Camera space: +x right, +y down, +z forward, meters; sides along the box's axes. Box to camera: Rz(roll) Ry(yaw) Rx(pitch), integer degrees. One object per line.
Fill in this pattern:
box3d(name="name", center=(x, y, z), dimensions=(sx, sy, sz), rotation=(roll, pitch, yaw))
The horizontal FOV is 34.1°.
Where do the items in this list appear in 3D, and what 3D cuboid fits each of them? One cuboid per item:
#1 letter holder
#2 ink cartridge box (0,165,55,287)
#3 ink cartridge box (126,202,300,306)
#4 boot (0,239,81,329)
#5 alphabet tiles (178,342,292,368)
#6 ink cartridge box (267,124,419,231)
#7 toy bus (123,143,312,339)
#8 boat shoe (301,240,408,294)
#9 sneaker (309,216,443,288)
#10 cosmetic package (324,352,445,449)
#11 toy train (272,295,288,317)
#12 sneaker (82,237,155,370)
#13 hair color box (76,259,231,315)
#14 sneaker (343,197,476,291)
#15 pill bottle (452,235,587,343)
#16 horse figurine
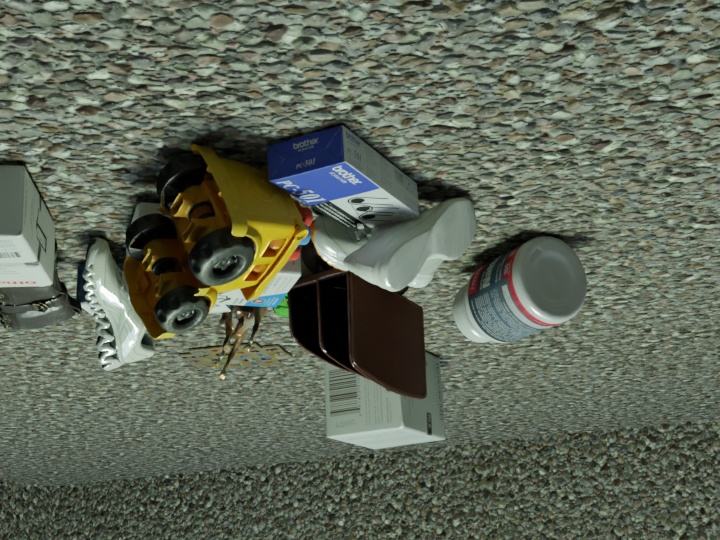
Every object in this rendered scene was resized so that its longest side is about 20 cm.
box3d(name="letter holder", center=(0.000, 0.098, 1.551), dimensions=(0.099, 0.145, 0.199), rotation=(-16, 154, 27))
box3d(name="ink cartridge box", center=(-0.438, -0.047, 1.344), dimensions=(0.143, 0.086, 0.200), rotation=(0, 164, -6))
box3d(name="ink cartridge box", center=(-0.186, -0.016, 1.455), dimensions=(0.196, 0.086, 0.146), rotation=(2, 162, -16))
box3d(name="boot", center=(-0.469, 0.024, 1.526), dimensions=(0.196, 0.070, 0.175), rotation=(-2, 146, -9))
box3d(name="alphabet tiles", center=(-0.234, 0.161, 2.208), dimensions=(0.196, 0.006, 0.167), rotation=(-6, 163, 12))
box3d(name="ink cartridge box", center=(-0.015, -0.098, 1.304), dimensions=(0.093, 0.045, 0.199), rotation=(-11, 161, 23))
box3d(name="toy bus", center=(-0.145, -0.026, 1.307), dimensions=(0.190, 0.137, 0.201), rotation=(2, 137, -45))
box3d(name="boat shoe", center=(0.000, 0.000, 1.583), dimensions=(0.198, 0.075, 0.064), rotation=(12, 163, -40))
box3d(name="sneaker", center=(0.029, -0.045, 1.474), dimensions=(0.197, 0.077, 0.092), rotation=(13, 137, -33))
box3d(name="cosmetic package", center=(0.047, 0.240, 2.228), dimensions=(0.162, 0.168, 0.199), rotation=(-11, 162, 26))
box3d(name="toy train", center=(-0.112, 0.034, 1.744), dimensions=(0.055, 0.043, 0.200), rotation=(8, 164, 4))
box3d(name="sneaker", center=(-0.321, 0.041, 1.560), dimensions=(0.079, 0.076, 0.203), rotation=(-5, 127, 0))
box3d(name="hair color box", center=(-0.287, 0.024, 1.644), dimensions=(0.196, 0.062, 0.100), rotation=(-5, 162, 8))
box3d(name="sneaker", center=(0.060, -0.042, 1.403), dimensions=(0.087, 0.077, 0.199), rotation=(12, -152, 38))
box3d(name="pill bottle", center=(0.216, 0.036, 1.652), dimensions=(0.118, 0.122, 0.199), rotation=(6, 161, -26))
box3d(name="horse figurine", center=(-0.176, 0.074, 1.727), dimensions=(0.049, 0.134, 0.200), rotation=(23, 151, -10))
